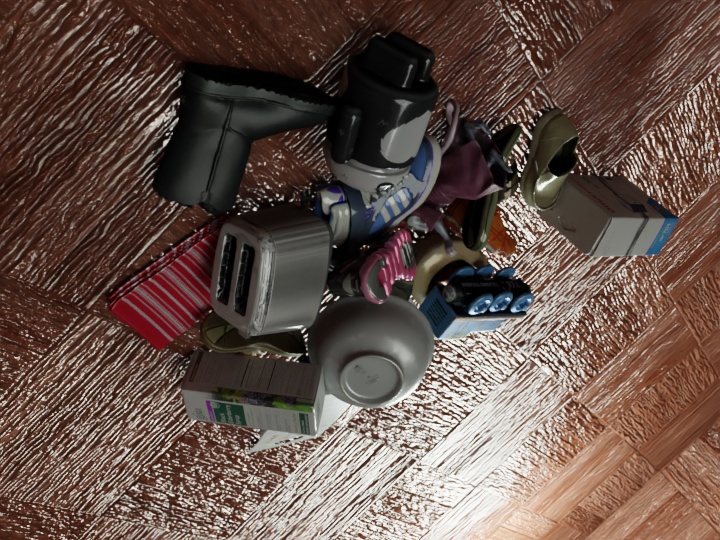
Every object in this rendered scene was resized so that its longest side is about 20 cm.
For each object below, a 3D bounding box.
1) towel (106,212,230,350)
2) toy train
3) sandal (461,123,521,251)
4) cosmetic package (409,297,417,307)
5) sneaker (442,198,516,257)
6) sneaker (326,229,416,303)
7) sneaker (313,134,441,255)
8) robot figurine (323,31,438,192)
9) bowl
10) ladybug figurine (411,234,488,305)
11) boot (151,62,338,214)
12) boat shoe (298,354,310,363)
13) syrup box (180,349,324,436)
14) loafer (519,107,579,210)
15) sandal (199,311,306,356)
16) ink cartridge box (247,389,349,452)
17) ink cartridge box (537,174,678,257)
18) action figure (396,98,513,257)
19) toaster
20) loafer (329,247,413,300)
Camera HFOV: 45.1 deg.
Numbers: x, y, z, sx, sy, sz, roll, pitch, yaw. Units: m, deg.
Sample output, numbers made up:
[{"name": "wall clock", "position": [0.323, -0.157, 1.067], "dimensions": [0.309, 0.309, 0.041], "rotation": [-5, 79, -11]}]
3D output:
[{"name": "towel", "position": [-0.233, 0.020, 1.191], "dimensions": [0.200, 0.022, 0.145], "rotation": [-36, 144, -4]}, {"name": "toy train", "position": [0.194, 0.053, 1.417], "dimensions": [0.200, 0.087, 0.114], "rotation": [0, 138, -42]}, {"name": "sandal", "position": [0.208, -0.126, 1.328], "dimensions": [0.057, 0.080, 0.202], "rotation": [13, 99, -17]}, {"name": "cosmetic package", "position": [0.058, 0.077, 1.470], "dimensions": [0.082, 0.051, 0.200], "rotation": [-35, 142, 1]}, {"name": "sneaker", "position": [0.213, -0.074, 1.432], "dimensions": [0.077, 0.073, 0.200], "rotation": [-57, 144, 6]}, {"name": "sneaker", "position": [0.016, -0.006, 1.243], "dimensions": [0.200, 0.095, 0.079], "rotation": [-31, 110, -62]}, {"name": "sneaker", "position": [0.012, -0.112, 1.209], "dimensions": [0.146, 0.081, 0.200], "rotation": [3, 133, -49]}, {"name": "robot figurine", "position": [0.027, -0.195, 1.102], "dimensions": [0.150, 0.125, 0.200], "rotation": [4, 127, -22]}, {"name": "bowl", "position": [0.016, 0.138, 1.305], "dimensions": [0.200, 0.090, 0.202], "rotation": [-1, 122, -1]}, {"name": "ladybug figurine", "position": [0.139, 0.000, 1.441], "dimensions": [0.136, 0.072, 0.200], "rotation": [-44, 143, 7]}, {"name": "boot", "position": [-0.140, -0.152, 1.044], "dimensions": [0.200, 0.076, 0.169], "rotation": [2, 124, -32]}, {"name": "boat shoe", "position": [-0.008, 0.130, 1.423], "dimensions": [0.199, 0.069, 0.084], "rotation": [-11, 163, 16]}, {"name": "syrup box", "position": [-0.157, 0.181, 1.285], "dimensions": [0.199, 0.082, 0.079], "rotation": [6, 136, 6]}, {"name": "loafer", "position": [0.311, -0.168, 1.418], "dimensions": [0.075, 0.068, 0.200], "rotation": [-26, 141, -17]}, {"name": "sandal", "position": [-0.163, 0.097, 1.288], "dimensions": [0.200, 0.081, 0.054], "rotation": [4, 151, -47]}, {"name": "ink cartridge box", "position": [-0.104, 0.247, 1.528], "dimensions": [0.160, 0.047, 0.200], "rotation": [-6, 149, -36]}, {"name": "ink cartridge box", "position": [0.436, -0.098, 1.530], "dimensions": [0.199, 0.147, 0.086], "rotation": [-1, 128, -39]}, {"name": "action figure", "position": [0.117, -0.122, 1.265], "dimensions": [0.149, 0.134, 0.200], "rotation": [37, 123, -26]}, {"name": "toaster", "position": [-0.119, -0.005, 1.159], "dimensions": [0.129, 0.113, 0.201], "rotation": [-14, 125, -48]}, {"name": "loafer", "position": [0.000, 0.000, 1.319], "dimensions": [0.200, 0.072, 0.063], "rotation": [31, 83, -33]}]
